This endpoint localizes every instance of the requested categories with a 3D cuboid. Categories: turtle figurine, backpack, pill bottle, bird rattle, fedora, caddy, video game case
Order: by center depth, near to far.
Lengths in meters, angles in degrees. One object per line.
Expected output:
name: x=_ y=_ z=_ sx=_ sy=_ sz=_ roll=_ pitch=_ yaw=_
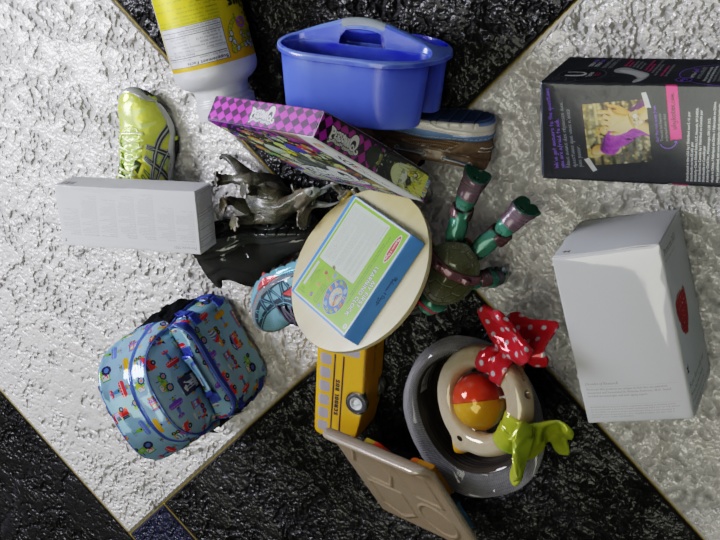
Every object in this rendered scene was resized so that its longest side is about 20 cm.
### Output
caddy: x=0.004 y=-0.229 z=1.252 sx=0.200 sy=0.141 sz=0.105 roll=11 pitch=116 yaw=21
video game case: x=-0.047 y=-0.138 z=1.265 sx=0.200 sy=0.181 sz=0.036 roll=17 pitch=83 yaw=47
bird rattle: x=0.148 y=0.140 z=1.266 sx=0.163 sy=0.113 sz=0.200 roll=-15 pitch=95 yaw=43
turtle figurine: x=0.112 y=-0.015 z=1.300 sx=0.150 sy=0.101 sz=0.200 roll=25 pitch=120 yaw=-14
pill bottle: x=-0.185 y=-0.283 z=1.344 sx=0.104 sy=0.104 sz=0.200 roll=-5 pitch=109 yaw=28
fedora: x=0.148 y=0.167 z=1.378 sx=0.177 sy=0.090 sz=0.200 roll=-25 pitch=93 yaw=30
backpack: x=-0.242 y=0.144 z=1.494 sx=0.134 sy=0.200 sz=0.183 roll=-21 pitch=100 yaw=31

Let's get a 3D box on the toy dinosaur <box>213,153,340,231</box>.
toy dinosaur: x=-0.121 y=-0.091 z=1.397 sx=0.200 sy=0.102 sz=0.077 roll=27 pitch=111 yaw=53

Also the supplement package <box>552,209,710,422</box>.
supplement package: x=0.300 y=0.051 z=1.236 sx=0.120 sy=0.121 sz=0.200 roll=-7 pitch=108 yaw=29

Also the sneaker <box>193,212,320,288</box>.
sneaker: x=-0.127 y=-0.026 z=1.452 sx=0.200 sy=0.076 sz=0.091 roll=-7 pitch=119 yaw=33

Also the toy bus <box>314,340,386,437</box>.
toy bus: x=-0.012 y=0.119 z=1.452 sx=0.078 sy=0.065 sz=0.200 roll=14 pitch=117 yaw=22

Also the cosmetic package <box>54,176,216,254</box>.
cosmetic package: x=-0.284 y=-0.071 z=1.424 sx=0.200 sy=0.051 sz=0.083 roll=5 pitch=109 yaw=18

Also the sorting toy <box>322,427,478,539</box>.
sorting toy: x=0.062 y=0.274 z=1.425 sx=0.185 sy=0.036 sz=0.200 roll=14 pitch=149 yaw=47

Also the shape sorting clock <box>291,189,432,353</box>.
shape sorting clock: x=0.000 y=0.000 z=1.295 sx=0.200 sy=0.200 sz=0.039 roll=-26 pitch=141 yaw=32

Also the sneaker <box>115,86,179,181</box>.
sneaker: x=-0.283 y=-0.139 z=1.469 sx=0.075 sy=0.076 sz=0.200 roll=1 pitch=110 yaw=28

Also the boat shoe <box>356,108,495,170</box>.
boat shoe: x=0.056 y=-0.150 z=1.301 sx=0.200 sy=0.072 sz=0.072 roll=10 pitch=116 yaw=22

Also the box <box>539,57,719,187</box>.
box: x=0.295 y=-0.154 z=1.152 sx=0.200 sy=0.122 sz=0.106 roll=6 pitch=114 yaw=24

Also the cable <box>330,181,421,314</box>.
cable: x=0.047 y=-0.044 z=1.379 sx=0.097 sy=0.050 sz=0.200 roll=-22 pitch=111 yaw=29

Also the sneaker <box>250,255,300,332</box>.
sneaker: x=-0.072 y=0.036 z=1.399 sx=0.079 sy=0.096 sz=0.200 roll=26 pitch=136 yaw=-31
